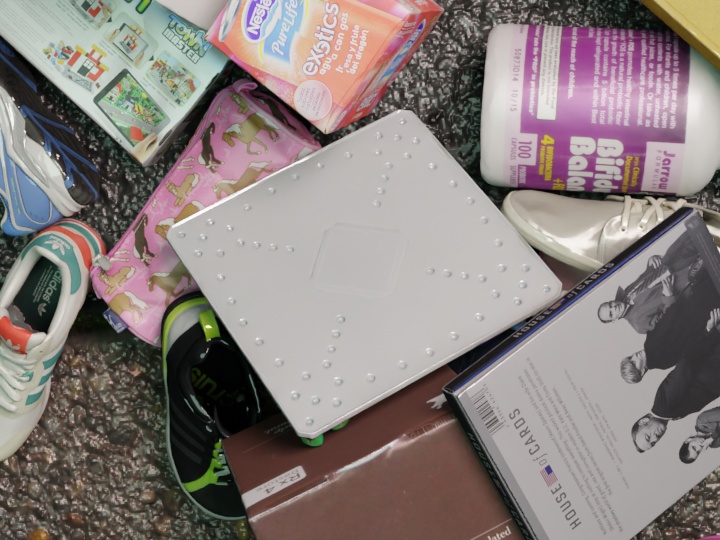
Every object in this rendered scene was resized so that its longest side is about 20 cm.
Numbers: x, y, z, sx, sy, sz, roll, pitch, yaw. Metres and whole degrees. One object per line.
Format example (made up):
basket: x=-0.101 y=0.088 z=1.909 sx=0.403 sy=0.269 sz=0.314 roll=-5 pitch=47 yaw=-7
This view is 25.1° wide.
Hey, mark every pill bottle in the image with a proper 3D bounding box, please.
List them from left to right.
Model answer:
pill bottle: x=0.183 y=-0.108 z=1.101 sx=0.198 sy=0.112 sz=0.114 roll=3 pitch=99 yaw=8

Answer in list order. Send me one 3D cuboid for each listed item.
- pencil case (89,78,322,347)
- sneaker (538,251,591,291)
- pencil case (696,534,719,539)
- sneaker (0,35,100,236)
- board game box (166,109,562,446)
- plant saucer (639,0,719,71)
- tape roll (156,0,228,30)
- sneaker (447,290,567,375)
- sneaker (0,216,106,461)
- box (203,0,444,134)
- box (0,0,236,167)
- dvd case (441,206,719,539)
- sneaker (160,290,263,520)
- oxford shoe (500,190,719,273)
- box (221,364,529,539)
pencil case: x=-0.113 y=-0.041 z=1.167 sx=0.083 sy=0.086 sz=0.201 roll=44 pitch=102 yaw=31
sneaker: x=0.209 y=0.038 z=1.124 sx=0.200 sy=0.105 sz=0.076 roll=39 pitch=103 yaw=2
pencil case: x=0.281 y=0.292 z=1.161 sx=0.093 sy=0.091 sz=0.202 roll=-25 pitch=96 yaw=3
sneaker: x=-0.274 y=-0.115 z=1.173 sx=0.077 sy=0.076 sz=0.201 roll=-35 pitch=83 yaw=17
board game box: x=0.000 y=0.000 z=1.078 sx=0.199 sy=0.026 sz=0.200 roll=-28 pitch=55 yaw=-15
plant saucer: x=0.268 y=-0.198 z=1.061 sx=0.200 sy=0.049 sz=0.200 roll=44 pitch=65 yaw=11
tape roll: x=-0.145 y=-0.245 z=1.082 sx=0.202 sy=0.202 sz=0.071 roll=38 pitch=102 yaw=1
sneaker: x=0.114 y=0.030 z=1.108 sx=0.147 sy=0.080 sz=0.200 roll=55 pitch=141 yaw=12
sneaker: x=-0.256 y=0.056 z=1.192 sx=0.070 sy=0.093 sz=0.201 roll=28 pitch=100 yaw=3
box: x=-0.019 y=-0.165 z=1.075 sx=0.102 sy=0.200 sz=0.095 roll=37 pitch=103 yaw=2
box: x=-0.194 y=-0.183 z=1.179 sx=0.200 sy=0.035 sz=0.110 roll=43 pitch=101 yaw=0
dvd case: x=0.163 y=0.078 z=0.997 sx=0.199 sy=0.025 sz=0.151 roll=-35 pitch=106 yaw=-16
sneaker: x=-0.103 y=0.110 z=1.154 sx=0.071 sy=0.083 sz=0.202 roll=-19 pitch=122 yaw=-13
oxford shoe: x=0.193 y=-0.026 z=1.097 sx=0.198 sy=0.075 sz=0.058 roll=17 pitch=124 yaw=0
box: x=0.027 y=0.185 z=1.065 sx=0.165 sy=0.164 sz=0.202 roll=-25 pitch=103 yaw=-6
